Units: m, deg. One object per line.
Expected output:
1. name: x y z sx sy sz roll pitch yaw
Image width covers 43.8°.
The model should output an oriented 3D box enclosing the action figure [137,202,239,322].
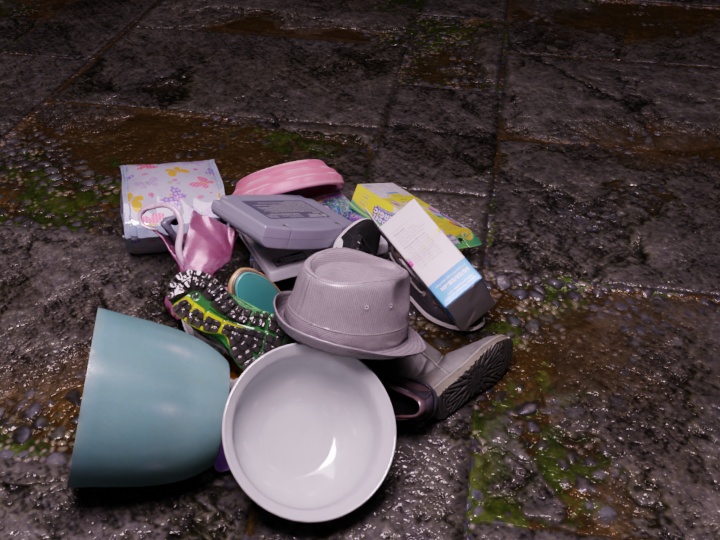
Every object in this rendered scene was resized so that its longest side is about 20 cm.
1. action figure: -0.230 0.013 1.268 0.133 0.149 0.202 -11 66 22

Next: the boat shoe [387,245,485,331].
1. boat shoe: 0.110 0.022 1.351 0.073 0.061 0.200 -19 39 -31

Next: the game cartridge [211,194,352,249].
1. game cartridge: -0.108 -0.073 1.336 0.133 0.042 0.199 36 24 31

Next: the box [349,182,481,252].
1. box: 0.092 -0.077 1.460 0.199 0.049 0.117 33 22 27

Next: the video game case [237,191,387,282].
1. video game case: -0.083 -0.058 1.427 0.198 0.024 0.182 -15 37 -21

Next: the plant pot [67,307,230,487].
1. plant pot: -0.239 0.155 1.035 0.159 0.202 0.201 10 32 -15

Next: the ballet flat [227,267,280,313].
1. ballet flat: -0.128 0.057 1.205 0.063 0.200 0.069 17 69 41

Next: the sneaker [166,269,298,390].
1. sneaker: -0.146 0.070 1.096 0.200 0.085 0.078 40 79 -5

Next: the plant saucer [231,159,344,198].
1. plant saucer: -0.128 -0.138 1.490 0.199 0.051 0.201 -15 -3 -1

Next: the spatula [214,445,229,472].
1. spatula: -0.084 0.207 1.105 0.198 0.021 0.057 -6 39 -18

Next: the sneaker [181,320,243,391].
1. sneaker: -0.176 0.088 1.175 0.076 0.081 0.201 -21 61 -25

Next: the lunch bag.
1. lunch bag: -0.306 -0.096 1.461 0.168 0.128 0.200 -7 25 -15

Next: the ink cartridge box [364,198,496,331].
1. ink cartridge box: 0.098 -0.021 1.272 0.068 0.115 0.200 -39 63 1

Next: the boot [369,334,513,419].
1. boot: 0.084 0.105 1.231 0.181 0.073 0.199 -26 36 -33

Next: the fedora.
1. fedora: -0.005 0.031 1.067 0.198 0.091 0.177 3 22 -32

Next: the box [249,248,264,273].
1. box: -0.080 -0.043 1.460 0.198 0.040 0.137 -2 35 -4

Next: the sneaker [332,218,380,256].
1. sneaker: 0.000 0.000 1.292 0.111 0.073 0.201 -8 40 50

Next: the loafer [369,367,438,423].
1. loafer: -0.004 0.153 1.121 0.198 0.073 0.063 5 -1 15

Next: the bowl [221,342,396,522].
1. bowl: -0.065 0.191 1.036 0.199 0.090 0.203 5 70 -14

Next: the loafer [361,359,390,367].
1. loafer: -0.031 0.102 1.192 0.198 0.072 0.063 -15 36 11
